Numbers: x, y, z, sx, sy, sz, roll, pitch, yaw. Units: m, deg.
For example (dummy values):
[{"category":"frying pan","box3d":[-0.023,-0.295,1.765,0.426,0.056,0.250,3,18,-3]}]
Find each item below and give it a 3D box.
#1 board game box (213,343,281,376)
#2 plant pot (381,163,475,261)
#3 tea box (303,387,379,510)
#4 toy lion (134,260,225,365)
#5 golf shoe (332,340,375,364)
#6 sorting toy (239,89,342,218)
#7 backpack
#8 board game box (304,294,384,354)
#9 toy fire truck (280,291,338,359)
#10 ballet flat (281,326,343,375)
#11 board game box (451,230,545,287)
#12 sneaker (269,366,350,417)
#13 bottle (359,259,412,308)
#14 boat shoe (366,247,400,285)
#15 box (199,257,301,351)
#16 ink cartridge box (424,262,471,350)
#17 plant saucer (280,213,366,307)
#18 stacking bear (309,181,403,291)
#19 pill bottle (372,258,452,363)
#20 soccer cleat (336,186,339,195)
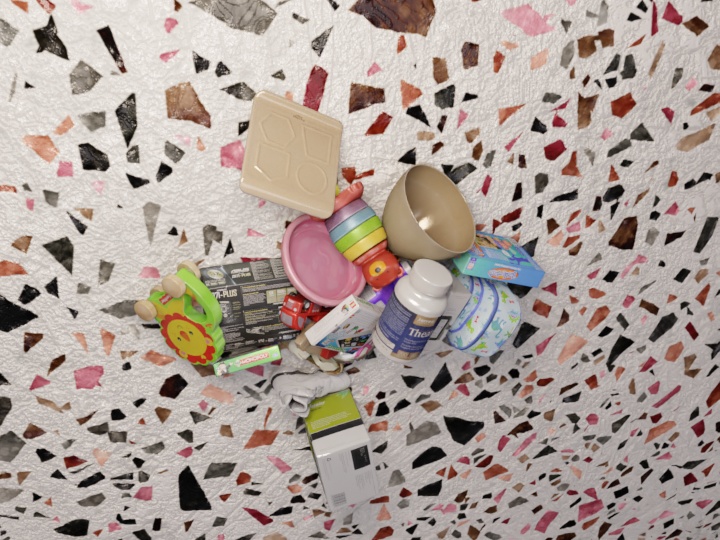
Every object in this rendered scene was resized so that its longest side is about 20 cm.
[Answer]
[{"category":"board game box","box3d":[-0.236,0.187,1.388,0.133,0.200,0.029,-17,88,-9]},{"category":"plant pot","box3d":[0.120,-0.096,1.340,0.199,0.202,0.134,25,139,-30]},{"category":"tea box","box3d":[-0.052,0.427,1.587,0.132,0.197,0.201,-15,124,-10]},{"category":"toy lion","box3d":[-0.339,0.100,1.295,0.192,0.069,0.199,48,132,-10]},{"category":"golf shoe","box3d":[0.015,0.139,1.506,0.199,0.073,0.093,-28,120,-17]},{"category":"sorting toy","box3d":[-0.125,-0.210,1.203,0.184,0.202,0.036,17,159,-27]},{"category":"backpack","box3d":[0.249,0.087,1.472,0.146,0.200,0.184,22,113,-29]},{"category":"board game box","box3d":[-0.018,0.118,1.361,0.126,0.035,0.200,-39,156,11]},{"category":"toy fire truck","box3d":[-0.103,0.119,1.375,0.199,0.049,0.142,2,109,-57]},{"category":"ballet flat","box3d":[-0.110,0.183,1.495,0.199,0.065,0.071,30,111,-30]},{"category":"board game box","box3d":[0.285,-0.034,1.438,0.198,0.152,0.045,11,118,-23]},{"category":"sneaker","box3d":[-0.109,0.284,1.528,0.198,0.115,0.076,5,120,-21]},{"category":"bottle","box3d":[0.033,0.052,1.450,0.199,0.084,0.065,-37,125,5]},{"category":"boat shoe","box3d":[0.001,0.000,1.416,0.199,0.068,0.072,-32,125,3]},{"category":"box","box3d":[-0.230,0.071,1.372,0.198,0.086,0.165,-9,123,-13]},{"category":"ink cartridge box","box3d":[0.140,0.093,1.424,0.067,0.116,0.201,8,122,-40]},{"category":"plant saucer","box3d":[-0.078,-0.018,1.325,0.199,0.202,0.051,20,147,-28]},{"category":"stacking bear","box3d":[0.005,-0.057,1.298,0.121,0.114,0.201,-33,89,4]},{"category":"pill bottle","box3d":[0.107,0.080,1.307,0.110,0.111,0.201,9,126,-23]},{"category":"soccer cleat","box3d":[-0.124,-0.172,1.255,0.199,0.084,0.065,24,111,-29]}]
